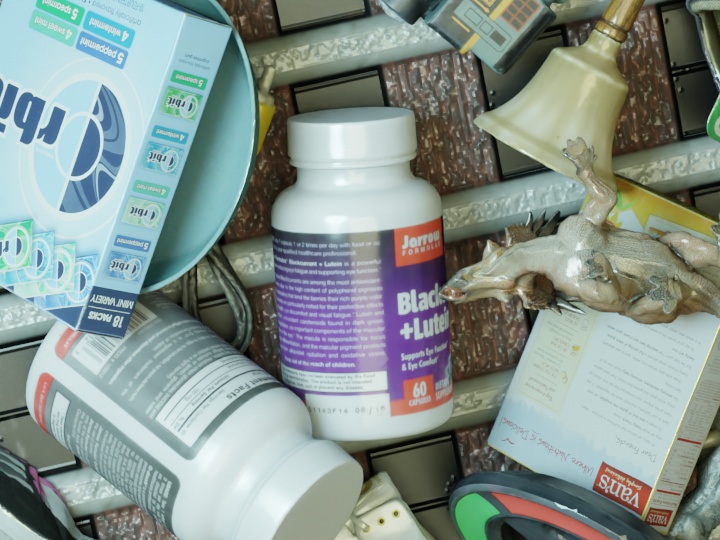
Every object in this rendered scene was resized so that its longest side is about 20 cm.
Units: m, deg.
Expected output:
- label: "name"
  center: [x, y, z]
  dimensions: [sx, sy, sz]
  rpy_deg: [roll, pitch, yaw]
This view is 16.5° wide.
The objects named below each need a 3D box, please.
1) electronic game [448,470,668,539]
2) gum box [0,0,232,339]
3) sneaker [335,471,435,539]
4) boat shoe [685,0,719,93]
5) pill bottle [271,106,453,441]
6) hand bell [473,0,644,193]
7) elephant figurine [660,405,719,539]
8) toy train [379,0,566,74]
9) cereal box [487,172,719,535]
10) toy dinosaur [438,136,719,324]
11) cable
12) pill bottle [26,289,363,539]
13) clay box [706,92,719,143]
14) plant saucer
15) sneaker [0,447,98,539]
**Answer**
- label: "electronic game"
  center: [0.145, 0.193, 1.599]
  dimensions: [0.200, 0.200, 0.042]
  rpy_deg: [38, 68, -11]
- label: "gum box"
  center: [-0.178, -0.082, 1.527]
  dimensions: [0.044, 0.170, 0.201]
  rpy_deg: [11, 102, -47]
- label: "sneaker"
  center: [-0.033, 0.167, 1.635]
  dimensions: [0.200, 0.074, 0.116]
  rpy_deg: [36, 92, -21]
- label: "boat shoe"
  center: [0.241, -0.182, 1.596]
  dimensions: [0.065, 0.072, 0.201]
  rpy_deg: [-31, 110, -35]
- label: "pill bottle"
  center: [0.000, 0.000, 1.585]
  dimensions: [0.111, 0.111, 0.201]
  rpy_deg: [-5, 101, -6]
- label: "hand bell"
  center: [0.162, -0.159, 1.576]
  dimensions: [0.104, 0.104, 0.201]
  rpy_deg: [25, 98, -10]
- label: "elephant figurine"
  center: [0.262, 0.074, 1.627]
  dimensions: [0.200, 0.155, 0.142]
  rpy_deg: [-46, 66, 27]
- label: "toy train"
  center: [0.102, -0.222, 1.574]
  dimensions: [0.114, 0.085, 0.200]
  rpy_deg: [39, 96, -15]
- label: "cereal box"
  center: [0.175, 0.051, 1.604]
  dimensions: [0.039, 0.144, 0.201]
  rpy_deg: [13, 102, -46]
- label: "toy dinosaur"
  center: [0.160, 0.002, 1.531]
  dimensions: [0.199, 0.136, 0.086]
  rpy_deg: [22, 67, 2]
- label: "cable"
  center: [-0.107, -0.039, 1.596]
  dimensions: [0.096, 0.050, 0.201]
  rpy_deg: [3, 98, -5]
- label: "pill bottle"
  center: [-0.103, 0.102, 1.546]
  dimensions: [0.200, 0.116, 0.116]
  rpy_deg: [36, 95, 23]
- label: "clay box"
  center: [0.322, -0.099, 1.600]
  dimensions: [0.199, 0.048, 0.115]
  rpy_deg: [22, 95, -35]
- label: "plant saucer"
  center: [-0.129, -0.083, 1.544]
  dimensions: [0.036, 0.199, 0.201]
  rpy_deg: [10, 102, -51]
- label: "sneaker"
  center: [-0.216, 0.197, 1.614]
  dimensions: [0.200, 0.080, 0.086]
  rpy_deg: [41, 104, -6]
